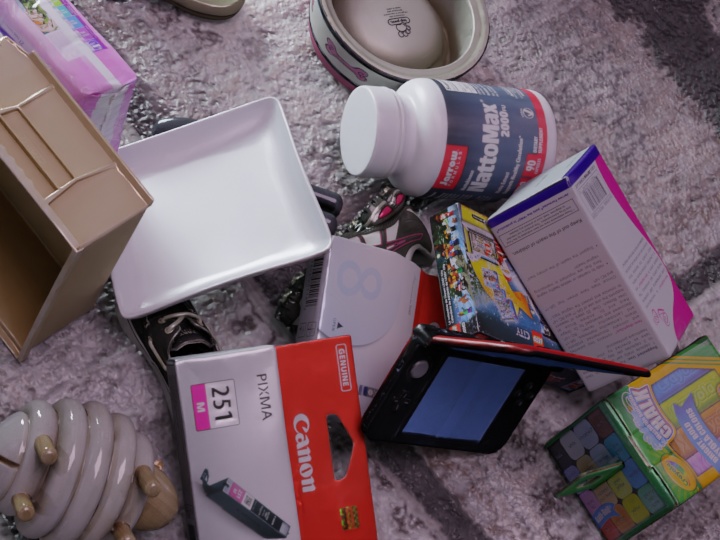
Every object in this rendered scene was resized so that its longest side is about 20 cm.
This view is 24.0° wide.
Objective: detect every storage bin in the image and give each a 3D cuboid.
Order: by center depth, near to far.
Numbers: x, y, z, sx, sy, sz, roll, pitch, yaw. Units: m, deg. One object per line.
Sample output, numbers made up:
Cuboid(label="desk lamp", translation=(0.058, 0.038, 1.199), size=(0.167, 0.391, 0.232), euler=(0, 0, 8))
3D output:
Cuboid(label="storage bin", translation=(-0.294, -0.062, 1.455), size=(0.093, 0.200, 0.199), euler=(-34, 79, -36))

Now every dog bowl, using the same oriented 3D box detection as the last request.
Cuboid(label="dog bowl", translation=(0.033, -0.264, 1.798), size=(0.198, 0.074, 0.202), euler=(12, 58, -19))

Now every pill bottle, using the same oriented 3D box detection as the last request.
Cuboid(label="pill bottle", translation=(0.087, -0.132, 1.715), size=(0.198, 0.120, 0.121), euler=(3, 61, -25))

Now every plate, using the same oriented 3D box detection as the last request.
Cuboid(label="plate", translation=(-0.141, -0.054, 1.549), size=(0.198, 0.032, 0.201), euler=(-19, 53, -3))

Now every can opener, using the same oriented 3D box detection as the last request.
Cuboid(label="can opener", translation=(-0.110, -0.091, 1.635), size=(0.198, 0.067, 0.054), euler=(19, 54, -5))

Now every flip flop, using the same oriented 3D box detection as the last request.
Cuboid(label="flip flop", translation=(-0.208, -0.310, 1.723), size=(0.198, 0.058, 0.082), euler=(15, 57, -17))

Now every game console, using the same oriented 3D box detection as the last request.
Cuboid(label="game console", translation=(0.130, 0.117, 1.515), size=(0.199, 0.173, 0.119), euler=(13, 24, -45))

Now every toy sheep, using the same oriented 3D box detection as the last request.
Cuboid(label="toy sheep", translation=(-0.240, 0.167, 1.392), size=(0.199, 0.138, 0.139), euler=(26, 54, -23))

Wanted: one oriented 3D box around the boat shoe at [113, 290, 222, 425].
Cuboid(label="boat shoe", translation=(-0.159, 0.066, 1.527), size=(0.070, 0.064, 0.201), euler=(-18, 71, -32))

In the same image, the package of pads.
Cuboid(label="package of pads", translation=(-0.293, -0.190, 1.556), size=(0.075, 0.121, 0.200), euler=(-26, 64, -40))

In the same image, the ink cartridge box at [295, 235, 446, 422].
Cuboid(label="ink cartridge box", translation=(0.035, 0.069, 1.579), size=(0.199, 0.047, 0.162), euler=(14, 77, -27))

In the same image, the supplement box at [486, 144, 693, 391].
Cuboid(label="supplement box", translation=(0.226, -0.002, 1.651), size=(0.201, 0.103, 0.101), euler=(58, 33, -6))

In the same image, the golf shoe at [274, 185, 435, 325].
Cuboid(label="golf shoe", translation=(0.000, 0.000, 1.633), size=(0.088, 0.077, 0.200), euler=(47, 54, 0))

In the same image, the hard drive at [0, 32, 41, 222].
Cuboid(label="hard drive", translation=(-0.330, -0.153, 1.532), size=(0.027, 0.132, 0.200), euler=(-31, 78, -35))

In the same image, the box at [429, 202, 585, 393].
Cuboid(label="box", translation=(0.151, 0.029, 1.654), size=(0.199, 0.038, 0.138), euler=(23, 50, -45))

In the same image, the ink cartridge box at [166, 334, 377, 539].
Cuboid(label="ink cartridge box", translation=(-0.070, 0.164, 1.468), size=(0.172, 0.044, 0.202), euler=(-8, 90, -19))

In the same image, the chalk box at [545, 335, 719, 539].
Cuboid(label="chalk box", translation=(0.273, 0.174, 1.625), size=(0.199, 0.125, 0.124), euler=(-27, 78, -33))
